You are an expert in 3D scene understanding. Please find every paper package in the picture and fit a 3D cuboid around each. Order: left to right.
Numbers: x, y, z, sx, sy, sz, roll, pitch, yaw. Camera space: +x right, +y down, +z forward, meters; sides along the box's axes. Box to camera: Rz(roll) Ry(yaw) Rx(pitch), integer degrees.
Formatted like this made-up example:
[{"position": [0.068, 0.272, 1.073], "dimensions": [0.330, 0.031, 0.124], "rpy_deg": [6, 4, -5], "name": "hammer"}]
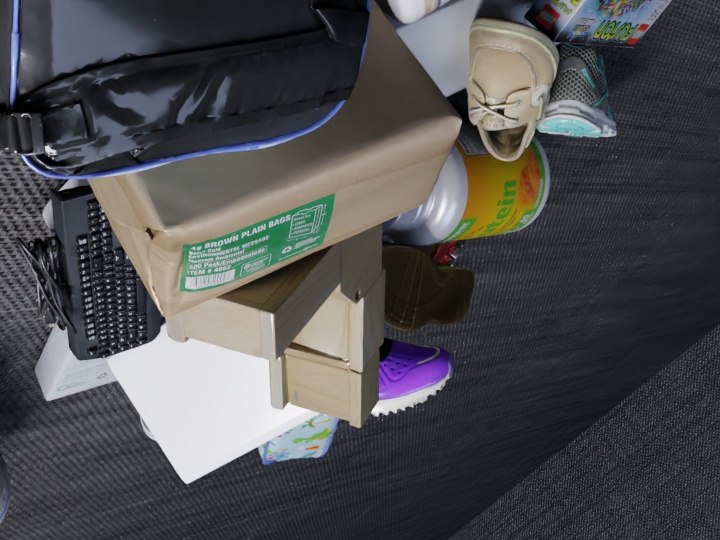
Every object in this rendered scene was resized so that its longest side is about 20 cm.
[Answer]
[{"position": [-0.071, -0.099, 0.711], "dimensions": [0.200, 0.191, 0.103], "rpy_deg": [-23, 154, -21], "name": "paper package"}]

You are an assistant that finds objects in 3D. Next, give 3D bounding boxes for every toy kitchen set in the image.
[{"position": [-0.091, 0.045, 0.833], "dimensions": [0.180, 0.163, 0.200], "rpy_deg": [-52, 149, -50], "name": "toy kitchen set"}]

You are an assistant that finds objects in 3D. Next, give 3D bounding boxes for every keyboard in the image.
[{"position": [-0.196, 0.015, 0.857], "dimensions": [0.104, 0.040, 0.200], "rpy_deg": [-14, 144, -19], "name": "keyboard"}]

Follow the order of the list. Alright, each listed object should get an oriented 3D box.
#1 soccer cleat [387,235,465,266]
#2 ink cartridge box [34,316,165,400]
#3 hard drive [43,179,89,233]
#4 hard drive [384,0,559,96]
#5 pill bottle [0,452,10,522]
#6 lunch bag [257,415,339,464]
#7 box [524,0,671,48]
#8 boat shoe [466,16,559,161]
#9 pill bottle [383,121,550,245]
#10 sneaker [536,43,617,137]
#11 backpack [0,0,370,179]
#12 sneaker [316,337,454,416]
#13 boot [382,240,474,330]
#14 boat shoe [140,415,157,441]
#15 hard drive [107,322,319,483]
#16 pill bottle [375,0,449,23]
[{"position": [0.070, -0.043, 1.210], "dimensions": [0.069, 0.085, 0.200], "rpy_deg": [-61, 176, 11], "name": "soccer cleat"}, {"position": [-0.179, 0.036, 1.038], "dimensions": [0.200, 0.041, 0.200], "rpy_deg": [-15, 159, -37], "name": "ink cartridge box"}, {"position": [-0.132, -0.069, 0.898], "dimensions": [0.132, 0.025, 0.200], "rpy_deg": [-42, 157, 22], "name": "hard drive"}, {"position": [0.100, -0.202, 0.955], "dimensions": [0.200, 0.027, 0.132], "rpy_deg": [-27, 158, -16], "name": "hard drive"}, {"position": [-0.366, 0.161, 0.969], "dimensions": [0.114, 0.114, 0.200], "rpy_deg": [-24, 157, -21], "name": "pill bottle"}, {"position": [-0.073, 0.102, 1.193], "dimensions": [0.082, 0.161, 0.200], "rpy_deg": [-3, 153, -11], "name": "lunch bag"}, {"position": [0.221, -0.243, 0.964], "dimensions": [0.110, 0.035, 0.200], "rpy_deg": [-54, 160, 27], "name": "box"}, {"position": [0.121, -0.146, 0.947], "dimensions": [0.200, 0.072, 0.065], "rpy_deg": [56, 51, -74], "name": "boat shoe"}, {"position": [0.076, -0.081, 1.063], "dimensions": [0.200, 0.111, 0.111], "rpy_deg": [-9, 149, -45], "name": "pill bottle"}, {"position": [0.214, -0.175, 1.107], "dimensions": [0.078, 0.091, 0.200], "rpy_deg": [6, -174, 10], "name": "sneaker"}, {"position": [-0.101, -0.153, 0.572], "dimensions": [0.200, 0.147, 0.183], "rpy_deg": [-11, 120, -35], "name": "backpack"}, {"position": [-0.021, 0.070, 0.997], "dimensions": [0.200, 0.100, 0.070], "rpy_deg": [-6, -162, 7], "name": "sneaker"}, {"position": [0.000, 0.000, 1.054], "dimensions": [0.200, 0.155, 0.072], "rpy_deg": [10, 97, -61], "name": "boot"}, {"position": [-0.141, 0.084, 1.075], "dimensions": [0.200, 0.072, 0.071], "rpy_deg": [-43, 153, 8], "name": "boat shoe"}, {"position": [-0.105, 0.084, 0.977], "dimensions": [0.200, 0.132, 0.025], "rpy_deg": [-30, -175, 21], "name": "hard drive"}, {"position": [0.080, -0.250, 0.694], "dimensions": [0.200, 0.120, 0.120], "rpy_deg": [-32, 159, -2], "name": "pill bottle"}]
